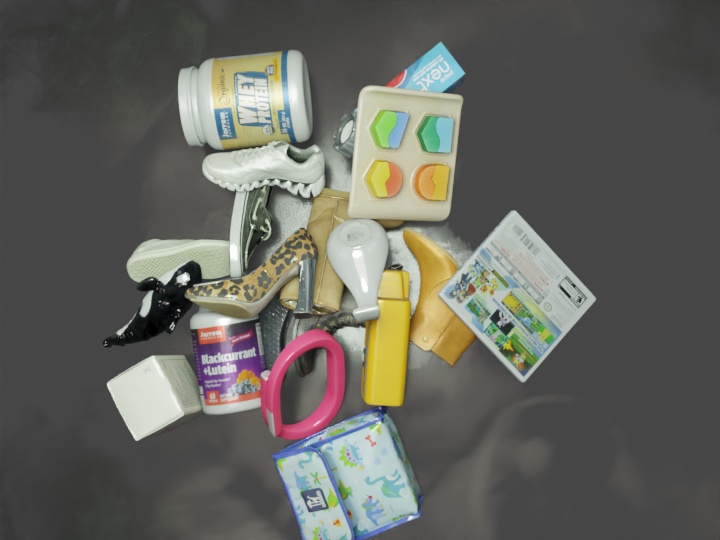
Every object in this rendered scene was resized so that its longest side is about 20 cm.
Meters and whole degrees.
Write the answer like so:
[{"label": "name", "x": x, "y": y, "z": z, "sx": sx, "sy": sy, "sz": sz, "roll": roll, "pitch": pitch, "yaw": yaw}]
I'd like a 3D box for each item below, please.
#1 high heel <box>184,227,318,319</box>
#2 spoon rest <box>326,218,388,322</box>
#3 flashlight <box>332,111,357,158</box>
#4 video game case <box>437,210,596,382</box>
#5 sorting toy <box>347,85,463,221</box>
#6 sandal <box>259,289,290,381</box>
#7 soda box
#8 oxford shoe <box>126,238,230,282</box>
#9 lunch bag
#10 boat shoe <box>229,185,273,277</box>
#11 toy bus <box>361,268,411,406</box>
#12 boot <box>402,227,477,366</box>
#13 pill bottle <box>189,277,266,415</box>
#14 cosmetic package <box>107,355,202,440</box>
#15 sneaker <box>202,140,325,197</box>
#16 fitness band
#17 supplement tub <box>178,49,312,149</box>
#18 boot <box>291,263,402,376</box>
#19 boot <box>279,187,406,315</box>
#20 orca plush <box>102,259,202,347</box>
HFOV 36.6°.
[{"label": "high heel", "x": -0.163, "y": -0.003, "z": 1.652, "sx": 0.196, "sy": 0.072, "sz": 0.145, "roll": 5, "pitch": 67, "yaw": -6}, {"label": "spoon rest", "x": 0.000, "y": 0.000, "z": 1.643, "sx": 0.097, "sy": 0.061, "sz": 0.202, "roll": -10, "pitch": 50, "yaw": 3}, {"label": "flashlight", "x": 0.051, "y": -0.180, "z": 1.714, "sx": 0.198, "sy": 0.069, "sz": 0.068, "roll": 23, "pitch": 129, "yaw": -30}, {"label": "video game case", "x": 0.248, "y": 0.041, "z": 1.716, "sx": 0.200, "sy": 0.022, "sz": 0.183, "roll": 45, "pitch": 82, "yaw": -10}, {"label": "sorting toy", "x": 0.073, "y": -0.175, "z": 1.669, "sx": 0.182, "sy": 0.036, "sz": 0.204, "roll": 1, "pitch": 105, "yaw": -29}, {"label": "sandal", "x": -0.149, "y": 0.089, "z": 1.769, "sx": 0.075, "sy": 0.043, "sz": 0.204, "roll": 8, "pitch": 96, "yaw": 11}, {"label": "soda box", "x": 0.072, "y": -0.276, "z": 1.761, "sx": 0.199, "sy": 0.064, "sz": 0.068, "roll": -38, "pitch": 85, "yaw": 0}, {"label": "oxford shoe", "x": -0.281, "y": -0.024, "z": 1.769, "sx": 0.196, "sy": 0.058, "sz": 0.076, "roll": -6, "pitch": 126, "yaw": -7}, {"label": "lunch bag", "x": -0.021, "y": 0.330, "z": 1.699, "sx": 0.197, "sy": 0.127, "sz": 0.173, "roll": -22, "pitch": 91, "yaw": 9}, {"label": "boat shoe", "x": -0.172, "y": -0.080, "z": 1.734, "sx": 0.062, "sy": 0.071, "sz": 0.203, "roll": 7, "pitch": 62, "yaw": -1}, {"label": "toy bus", "x": 0.040, "y": 0.101, "z": 1.683, "sx": 0.064, "sy": 0.078, "sz": 0.204, "roll": 4, "pitch": 94, "yaw": -6}, {"label": "boot", "x": 0.109, "y": 0.044, "z": 1.732, "sx": 0.201, "sy": 0.071, "sz": 0.145, "roll": 40, "pitch": 84, "yaw": -1}, {"label": "pill bottle", "x": -0.208, "y": 0.117, "z": 1.707, "sx": 0.109, "sy": 0.111, "sz": 0.204, "roll": -9, "pitch": 91, "yaw": 3}, {"label": "cosmetic package", "x": -0.309, "y": 0.194, "z": 1.687, "sx": 0.086, "sy": 0.200, "sz": 0.105, "roll": -29, "pitch": 83, "yaw": 1}, {"label": "sneaker", "x": -0.151, "y": -0.171, "z": 1.716, "sx": 0.196, "sy": 0.082, "sz": 0.076, "roll": 3, "pitch": 49, "yaw": -9}, {"label": "fitness band", "x": -0.088, "y": 0.182, "z": 1.690, "sx": 0.142, "sy": 0.203, "sz": 0.037, "roll": -25, "pitch": 44, "yaw": -30}, {"label": "supplement tub", "x": -0.181, "y": -0.270, "z": 1.736, "sx": 0.196, "sy": 0.145, "sz": 0.148, "roll": -5, "pitch": 86, "yaw": 3}, {"label": "boot", "x": -0.017, "y": 0.079, "z": 1.741, "sx": 0.171, "sy": 0.069, "sz": 0.204, "roll": 8, "pitch": 85, "yaw": 5}, {"label": "boot", "x": -0.022, "y": -0.024, "z": 1.718, "sx": 0.172, "sy": 0.066, "sz": 0.203, "roll": 6, "pitch": 63, "yaw": 16}, {"label": "orca plush", "x": -0.325, "y": 0.072, "z": 1.736, "sx": 0.198, "sy": 0.106, "sz": 0.071, "roll": -32, "pitch": 46, "yaw": 1}]
